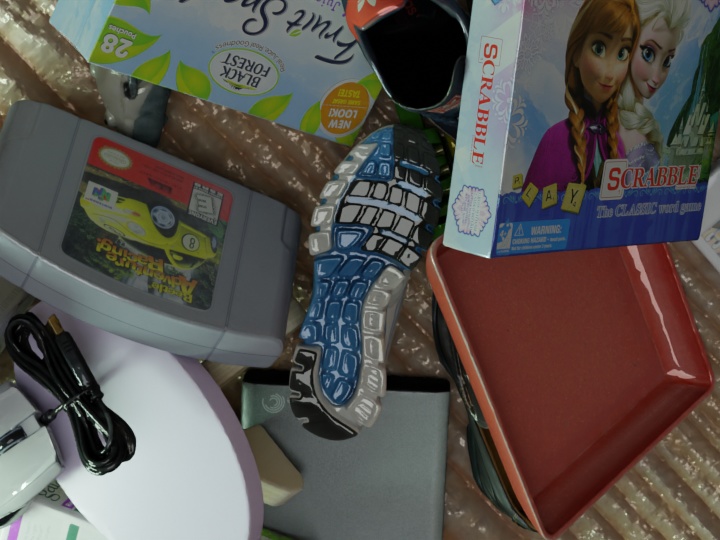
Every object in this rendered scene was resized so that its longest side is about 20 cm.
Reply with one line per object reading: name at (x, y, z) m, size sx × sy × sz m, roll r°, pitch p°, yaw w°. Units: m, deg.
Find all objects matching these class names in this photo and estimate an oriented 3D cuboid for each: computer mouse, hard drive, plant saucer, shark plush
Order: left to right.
computer mouse at (-0.216, 0.111, 1.038) m, size 0.110 × 0.044 × 0.200 m, roll 56°, pitch 133°, yaw 9°
shark plush at (-0.120, -0.126, 1.066) m, size 0.083 × 0.091 × 0.201 m, roll 0°, pitch 103°, yaw -29°
hard drive at (-0.013, 0.168, 1.160) m, size 0.139 × 0.033 × 0.201 m, roll 3°, pitch 106°, yaw 2°
plant saucer at (0.128, 0.033, 1.059) m, size 0.037 × 0.200 × 0.200 m, roll -7°, pitch 111°, yaw 47°

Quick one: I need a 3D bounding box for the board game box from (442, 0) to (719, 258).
board game box at (0.141, -0.113, 0.996) m, size 0.041 × 0.200 × 0.200 m, roll 18°, pitch 107°, yaw 44°

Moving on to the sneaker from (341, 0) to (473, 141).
sneaker at (0.054, -0.109, 0.993) m, size 0.075 × 0.085 × 0.200 m, roll -33°, pitch 129°, yaw 22°

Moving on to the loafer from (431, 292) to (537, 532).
loafer at (0.096, 0.076, 1.088) m, size 0.073 × 0.072 × 0.201 m, roll -20°, pitch 117°, yaw -5°

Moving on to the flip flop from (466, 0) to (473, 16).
flip flop at (0.106, -0.166, 1.047) m, size 0.081 × 0.058 × 0.201 m, roll -3°, pitch 124°, yaw 9°

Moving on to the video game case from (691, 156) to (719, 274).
video game case at (0.329, -0.026, 1.094) m, size 0.182 × 0.024 × 0.200 m, roll -41°, pitch 101°, yaw 13°

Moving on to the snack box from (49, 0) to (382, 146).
snack box at (-0.056, -0.180, 0.994) m, size 0.200 × 0.068 × 0.169 m, roll 16°, pitch 109°, yaw -39°

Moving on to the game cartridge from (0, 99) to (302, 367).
game cartridge at (-0.132, -0.018, 1.025) m, size 0.199 × 0.133 × 0.041 m, roll 22°, pitch 136°, yaw -16°

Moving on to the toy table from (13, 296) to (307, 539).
toy table at (-0.119, 0.091, 1.079) m, size 0.184 × 0.117 × 0.200 m, roll -27°, pitch 92°, yaw 27°

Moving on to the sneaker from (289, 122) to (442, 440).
sneaker at (0.000, 0.000, 1.067) m, size 0.075 × 0.087 × 0.201 m, roll 17°, pitch 106°, yaw 0°

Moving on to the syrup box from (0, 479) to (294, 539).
syrup box at (-0.139, 0.198, 1.129) m, size 0.199 × 0.079 × 0.082 m, roll 21°, pitch 109°, yaw 9°

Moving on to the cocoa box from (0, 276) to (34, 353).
cocoa box at (-0.299, 0.042, 1.049) m, size 0.131 × 0.200 × 0.134 m, roll 32°, pitch 105°, yaw -6°

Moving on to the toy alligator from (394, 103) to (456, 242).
toy alligator at (0.054, -0.028, 1.089) m, size 0.059 × 0.054 × 0.201 m, roll -16°, pitch 105°, yaw 7°
